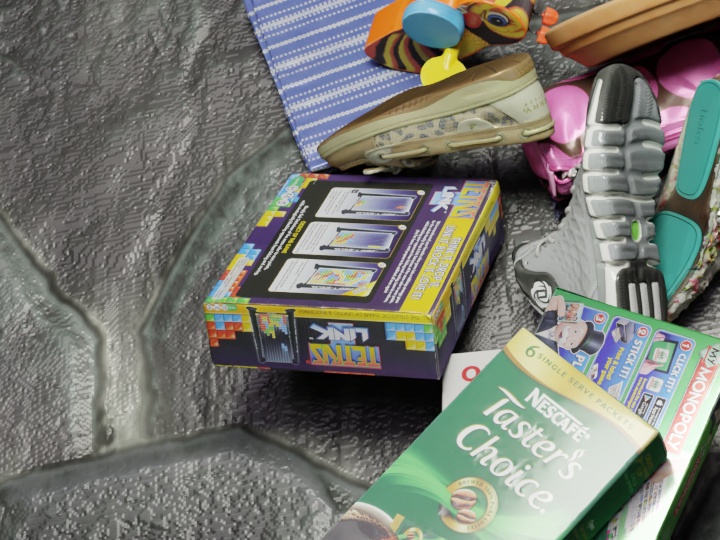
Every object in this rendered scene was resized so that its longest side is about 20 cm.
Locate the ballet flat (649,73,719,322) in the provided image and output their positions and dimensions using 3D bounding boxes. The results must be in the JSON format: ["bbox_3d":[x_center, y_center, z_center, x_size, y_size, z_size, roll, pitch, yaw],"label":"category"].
[{"bbox_3d":[0.243,-0.040,1.402,0.076,0.064,0.200,39,111,56],"label":"ballet flat"}]

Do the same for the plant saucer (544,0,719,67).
[{"bbox_3d":[0.232,-0.189,1.436,0.200,0.200,0.037,-20,91,4],"label":"plant saucer"}]

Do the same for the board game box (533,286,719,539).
[{"bbox_3d":[0.147,0.118,1.276,0.135,0.029,0.200,19,68,25],"label":"board game box"}]

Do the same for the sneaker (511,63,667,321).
[{"bbox_3d":[0.150,-0.041,1.399,0.115,0.075,0.200,-8,79,47],"label":"sneaker"}]

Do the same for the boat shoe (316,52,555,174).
[{"bbox_3d":[0.051,-0.100,1.456,0.200,0.063,0.073,-16,16,44],"label":"boat shoe"}]

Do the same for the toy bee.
[{"bbox_3d":[0.086,-0.188,1.497,0.109,0.200,0.131,26,84,-15],"label":"toy bee"}]

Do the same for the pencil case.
[{"bbox_3d":[0.217,-0.116,1.463,0.200,0.091,0.094,-23,21,4],"label":"pencil case"}]

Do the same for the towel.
[{"bbox_3d":[-0.002,-0.173,1.601,0.145,0.024,0.200,-21,58,1],"label":"towel"}]

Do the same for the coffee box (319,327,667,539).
[{"bbox_3d":[0.080,0.143,1.240,0.200,0.044,0.123,-44,58,-9],"label":"coffee box"}]

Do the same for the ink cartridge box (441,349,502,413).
[{"bbox_3d":[0.129,0.152,1.330,0.147,0.083,0.200,-7,59,13],"label":"ink cartridge box"}]

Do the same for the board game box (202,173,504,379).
[{"bbox_3d":[0.000,0.000,1.421,0.165,0.057,0.200,4,31,17],"label":"board game box"}]
